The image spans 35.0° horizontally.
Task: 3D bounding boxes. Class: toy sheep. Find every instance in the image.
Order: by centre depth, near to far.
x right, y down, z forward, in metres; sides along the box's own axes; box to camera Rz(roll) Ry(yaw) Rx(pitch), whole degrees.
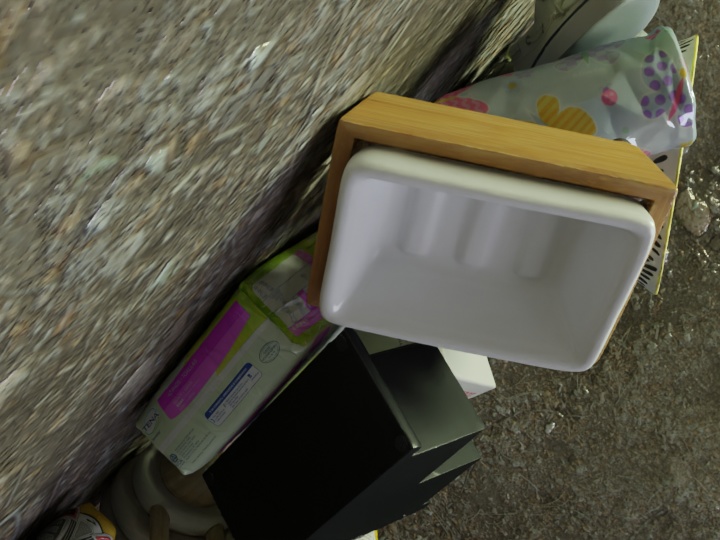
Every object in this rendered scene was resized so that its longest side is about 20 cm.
[{"bbox_3d":[-0.162,0.220,0.961,0.201,0.137,0.138,-56,172,29],"label":"toy sheep"}]

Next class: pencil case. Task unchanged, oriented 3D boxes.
[{"bbox_3d":[0.125,-0.100,0.771,0.198,0.084,0.091,-15,-165,8],"label":"pencil case"}]

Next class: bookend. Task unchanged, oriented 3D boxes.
[{"bbox_3d":[0.021,0.120,0.849,0.198,0.093,0.200,-11,152,-47],"label":"bookend"}]

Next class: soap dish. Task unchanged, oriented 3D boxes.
[{"bbox_3d":[0.074,-0.024,0.709,0.158,0.198,0.082,102,-1,-46],"label":"soap dish"}]

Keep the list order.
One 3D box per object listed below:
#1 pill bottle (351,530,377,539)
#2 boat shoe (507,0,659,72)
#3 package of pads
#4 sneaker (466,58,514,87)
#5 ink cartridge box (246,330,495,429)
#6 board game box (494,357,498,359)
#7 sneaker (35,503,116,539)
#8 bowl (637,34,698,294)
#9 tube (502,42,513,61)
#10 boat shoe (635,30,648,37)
[{"bbox_3d":[-0.039,0.237,0.941,0.113,0.112,0.201,-51,-148,37],"label":"pill bottle"},{"bbox_3d":[0.150,-0.190,0.833,0.074,0.087,0.202,-23,174,-9],"label":"boat shoe"},{"bbox_3d":[-0.064,0.048,0.859,0.155,0.068,0.200,-49,175,27],"label":"package of pads"},{"bbox_3d":[0.102,-0.102,1.005,0.078,0.090,0.200,-43,172,-43],"label":"sneaker"},{"bbox_3d":[0.006,0.100,1.049,0.199,0.085,0.145,-25,162,18],"label":"ink cartridge box"},{"bbox_3d":[0.068,-0.025,0.856,0.201,0.125,0.035,-62,170,-53],"label":"board game box"},{"bbox_3d":[-0.221,0.238,0.891,0.082,0.078,0.200,-45,174,-27],"label":"sneaker"},{"bbox_3d":[0.202,-0.087,0.895,0.201,0.093,0.203,9,90,-78],"label":"bowl"},{"bbox_3d":[0.120,-0.108,1.057,0.201,0.051,0.058,-65,-152,19],"label":"tube"},{"bbox_3d":[0.193,-0.134,1.006,0.202,0.071,0.070,-64,164,-4],"label":"boat shoe"}]
